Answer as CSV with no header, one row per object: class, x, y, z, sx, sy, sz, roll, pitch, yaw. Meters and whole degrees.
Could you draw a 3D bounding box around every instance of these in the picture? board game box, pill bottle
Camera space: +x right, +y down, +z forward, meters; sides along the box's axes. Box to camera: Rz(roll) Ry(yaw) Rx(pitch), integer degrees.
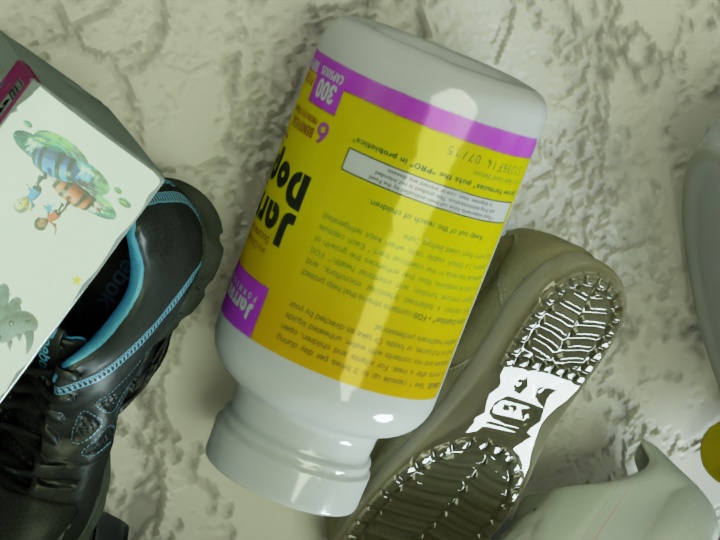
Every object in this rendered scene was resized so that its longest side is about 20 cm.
board game box,-0.168,0.013,0.763,0.064,0.148,0.201,35,92,-20
pill bottle,0.000,0.000,0.860,0.103,0.104,0.202,16,101,-27

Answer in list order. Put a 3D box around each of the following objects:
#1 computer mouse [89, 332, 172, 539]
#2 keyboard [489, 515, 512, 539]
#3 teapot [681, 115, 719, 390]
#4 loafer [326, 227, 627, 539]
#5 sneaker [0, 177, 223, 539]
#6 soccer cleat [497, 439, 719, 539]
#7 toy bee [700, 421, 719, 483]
computer mouse,-0.117,0.100,0.885,0.058,0.034,0.202,9,104,-25
keyboard,0.090,0.214,0.964,0.056,0.011,0.201,-23,79,-19
teapot,0.241,0.001,0.915,0.145,0.198,0.202,-15,114,-6
loafer,0.049,0.063,0.928,0.075,0.068,0.200,26,113,-31
sneaker,-0.131,0.048,0.824,0.073,0.082,0.201,26,92,14
soccer cleat,0.078,0.152,0.942,0.199,0.078,0.069,-26,156,-17
toy bee,0.211,0.135,0.994,0.199,0.132,0.109,-14,156,-45
